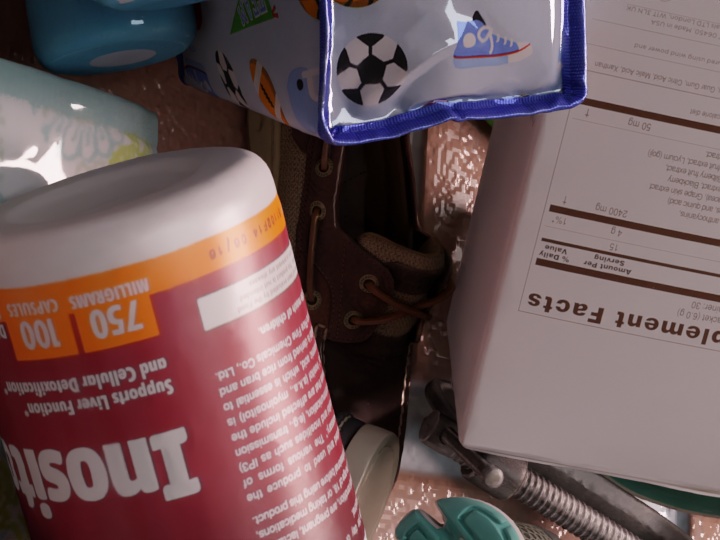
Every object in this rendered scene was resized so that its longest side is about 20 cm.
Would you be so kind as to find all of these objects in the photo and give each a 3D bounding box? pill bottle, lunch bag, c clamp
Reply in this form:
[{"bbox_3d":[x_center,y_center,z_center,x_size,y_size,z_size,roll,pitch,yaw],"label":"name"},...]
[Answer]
[{"bbox_3d":[-0.060,0.068,0.808,0.113,0.112,0.202,-28,108,-45],"label":"pill bottle"},{"bbox_3d":[0.001,-0.160,0.844,0.123,0.170,0.202,-11,104,-23],"label":"lunch bag"},{"bbox_3d":[0.096,0.105,0.998,0.199,0.171,0.027,32,96,-24],"label":"c clamp"}]

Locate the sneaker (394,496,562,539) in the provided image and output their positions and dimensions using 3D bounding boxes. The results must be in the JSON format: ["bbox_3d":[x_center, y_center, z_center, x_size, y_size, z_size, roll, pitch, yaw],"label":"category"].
[{"bbox_3d":[0.024,0.177,0.905,0.091,0.078,0.201,6,120,-56],"label":"sneaker"}]

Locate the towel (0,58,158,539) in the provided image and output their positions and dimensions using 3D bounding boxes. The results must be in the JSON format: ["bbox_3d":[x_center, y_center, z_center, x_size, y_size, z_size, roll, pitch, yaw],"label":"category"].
[{"bbox_3d":[-0.154,0.006,0.827,0.199,0.048,0.173,15,78,-46],"label":"towel"}]

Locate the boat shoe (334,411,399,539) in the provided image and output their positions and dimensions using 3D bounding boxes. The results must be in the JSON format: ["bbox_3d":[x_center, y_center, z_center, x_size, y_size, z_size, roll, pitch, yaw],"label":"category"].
[{"bbox_3d":[-0.053,0.142,0.923,0.201,0.062,0.073,-63,162,-15],"label":"boat shoe"}]

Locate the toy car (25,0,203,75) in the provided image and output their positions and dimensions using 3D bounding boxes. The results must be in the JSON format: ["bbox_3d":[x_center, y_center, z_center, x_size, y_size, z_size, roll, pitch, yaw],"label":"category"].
[{"bbox_3d":[-0.154,-0.164,0.795,0.198,0.177,0.186,-8,84,-19],"label":"toy car"}]

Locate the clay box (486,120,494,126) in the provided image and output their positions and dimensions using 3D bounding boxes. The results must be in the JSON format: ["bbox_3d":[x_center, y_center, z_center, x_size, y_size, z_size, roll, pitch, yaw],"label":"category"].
[{"bbox_3d":[0.097,-0.110,1.109,0.200,0.047,0.116,42,54,-35],"label":"clay box"}]

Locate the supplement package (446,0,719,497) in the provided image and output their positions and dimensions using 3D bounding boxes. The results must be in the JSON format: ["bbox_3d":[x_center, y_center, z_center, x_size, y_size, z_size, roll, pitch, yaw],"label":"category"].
[{"bbox_3d":[0.112,-0.034,0.916,0.121,0.119,0.202,-92,-166,-67],"label":"supplement package"}]

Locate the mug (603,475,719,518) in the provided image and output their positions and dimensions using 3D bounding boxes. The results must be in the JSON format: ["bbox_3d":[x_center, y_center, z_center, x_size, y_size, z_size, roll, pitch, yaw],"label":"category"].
[{"bbox_3d":[0.145,0.042,1.089,0.152,0.183,0.115,67,36,-67],"label":"mug"}]

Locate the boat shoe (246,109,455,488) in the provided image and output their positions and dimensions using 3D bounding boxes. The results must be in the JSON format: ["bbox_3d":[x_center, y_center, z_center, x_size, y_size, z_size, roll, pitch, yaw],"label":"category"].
[{"bbox_3d":[0.000,0.000,0.974,0.072,0.072,0.202,0,87,-47],"label":"boat shoe"}]
